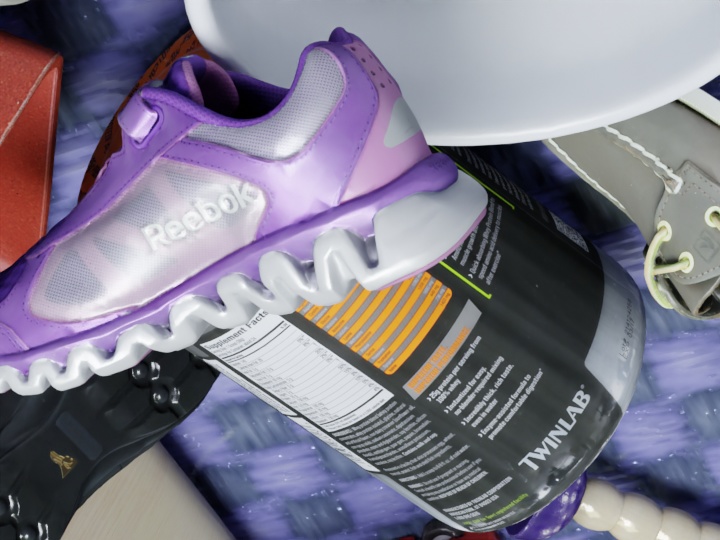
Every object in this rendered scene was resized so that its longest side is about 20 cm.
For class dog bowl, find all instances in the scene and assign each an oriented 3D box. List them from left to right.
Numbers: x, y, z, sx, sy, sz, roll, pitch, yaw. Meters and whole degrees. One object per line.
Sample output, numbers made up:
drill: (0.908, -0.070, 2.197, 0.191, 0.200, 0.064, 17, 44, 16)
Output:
dog bowl: (0.040, -0.124, 0.911, 0.198, 0.079, 0.200, -3, 152, -1)

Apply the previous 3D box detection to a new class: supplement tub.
supplement tub: (0.000, 0.000, 1.042, 0.200, 0.123, 0.122, 36, 127, -24)

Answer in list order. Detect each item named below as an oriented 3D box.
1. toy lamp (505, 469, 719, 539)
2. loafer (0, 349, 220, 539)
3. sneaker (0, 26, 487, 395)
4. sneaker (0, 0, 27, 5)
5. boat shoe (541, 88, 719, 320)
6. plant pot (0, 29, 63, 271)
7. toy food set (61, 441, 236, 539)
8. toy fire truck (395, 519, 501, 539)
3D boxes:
toy lamp: (0.159, 0.124, 1.185, 0.199, 0.058, 0.058, 20, 132, -12)
loafer: (-0.119, 0.057, 1.085, 0.070, 0.201, 0.068, 7, 142, 54)
sneaker: (-0.060, -0.022, 0.921, 0.199, 0.081, 0.089, -19, 102, 22)
sneaker: (-0.197, -0.154, 0.927, 0.106, 0.075, 0.200, -1, 142, 41)
boat shoe: (0.139, -0.006, 1.007, 0.201, 0.060, 0.072, 36, 165, 14)
plant pot: (-0.234, -0.001, 1.003, 0.175, 0.201, 0.200, 28, 156, 3)
toy food set: (-0.125, 0.156, 1.153, 0.060, 0.201, 0.144, 2, 139, 40)
toy fire truck: (-0.002, 0.192, 1.271, 0.199, 0.049, 0.141, -17, 129, 20)
